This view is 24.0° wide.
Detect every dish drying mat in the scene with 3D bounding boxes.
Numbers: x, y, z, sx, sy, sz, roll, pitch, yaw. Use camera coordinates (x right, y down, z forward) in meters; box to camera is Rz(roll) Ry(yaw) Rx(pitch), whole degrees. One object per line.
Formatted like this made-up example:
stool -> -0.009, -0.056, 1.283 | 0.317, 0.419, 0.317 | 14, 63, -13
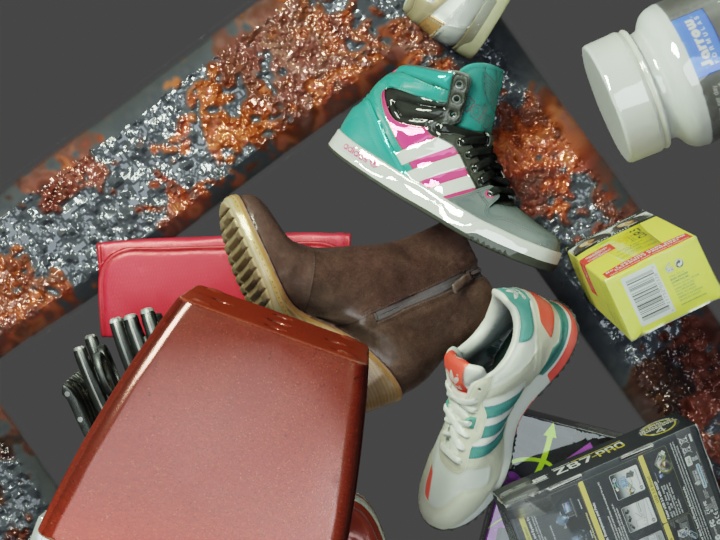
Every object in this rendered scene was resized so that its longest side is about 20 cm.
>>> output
dish drying mat -> -0.106, 0.011, 1.329 | 0.200, 0.018, 0.077 | -2, 96, 0

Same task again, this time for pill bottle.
pill bottle -> 0.275, -0.161, 1.265 | 0.200, 0.114, 0.114 | -22, 95, 2

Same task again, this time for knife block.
knife block -> -0.141, 0.130, 1.310 | 0.200, 0.064, 0.176 | 26, 100, -1

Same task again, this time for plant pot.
plant pot -> -0.085, 0.117, 1.181 | 0.200, 0.200, 0.176 | 20, 93, -1

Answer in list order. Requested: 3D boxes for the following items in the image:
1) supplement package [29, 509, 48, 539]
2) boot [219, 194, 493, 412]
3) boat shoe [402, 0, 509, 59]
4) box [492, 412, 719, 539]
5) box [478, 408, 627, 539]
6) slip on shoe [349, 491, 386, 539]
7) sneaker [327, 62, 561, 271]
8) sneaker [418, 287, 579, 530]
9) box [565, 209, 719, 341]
supplement package -> -0.183, 0.284, 1.212 | 0.151, 0.152, 0.200 | 20, 89, -1
boot -> 0.000, 0.000, 1.299 | 0.166, 0.072, 0.200 | -32, 97, -18
boat shoe -> 0.104, -0.262, 1.276 | 0.068, 0.075, 0.200 | 28, 96, -8
box -> 0.210, 0.231, 1.296 | 0.161, 0.049, 0.200 | -23, 101, -7
box -> 0.166, 0.221, 1.339 | 0.143, 0.036, 0.200 | 14, 97, -1
slip on shoe -> -0.013, 0.270, 1.331 | 0.074, 0.061, 0.200 | 1, 94, 2
sneaker -> 0.086, -0.093, 1.277 | 0.200, 0.084, 0.121 | 32, 98, 15
sneaker -> 0.083, 0.100, 1.289 | 0.093, 0.070, 0.200 | 25, 96, -44
box -> 0.202, 0.001, 1.236 | 0.075, 0.200, 0.050 | -26, 97, 3
